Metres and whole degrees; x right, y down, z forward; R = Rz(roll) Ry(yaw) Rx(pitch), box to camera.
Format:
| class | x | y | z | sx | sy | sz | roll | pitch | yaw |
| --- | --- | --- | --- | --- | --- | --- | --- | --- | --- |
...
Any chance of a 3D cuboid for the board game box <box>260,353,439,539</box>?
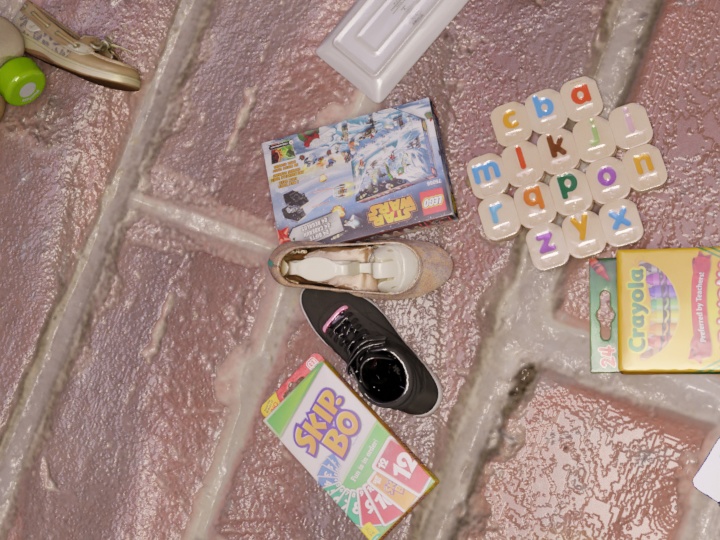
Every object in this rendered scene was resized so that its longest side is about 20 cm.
| class | x | y | z | sx | sy | sz | roll | pitch | yaw |
| --- | --- | --- | --- | --- | --- | --- | --- | --- | --- |
| board game box | -0.018 | 0.188 | 1.310 | 0.096 | 0.030 | 0.200 | -46 | 70 | 4 |

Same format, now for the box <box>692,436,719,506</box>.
| class | x | y | z | sx | sy | sz | roll | pitch | yaw |
| --- | --- | --- | --- | --- | --- | --- | --- | --- | --- |
| box | 0.436 | 0.215 | 1.172 | 0.200 | 0.032 | 0.121 | 32 | 91 | 19 |

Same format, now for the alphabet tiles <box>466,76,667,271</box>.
| class | x | y | z | sx | sy | sz | roll | pitch | yaw |
| --- | --- | --- | --- | --- | --- | --- | --- | --- | --- |
| alphabet tiles | 0.218 | -0.103 | 1.292 | 0.200 | 0.015 | 0.196 | -19 | 71 | 12 |

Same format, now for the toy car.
| class | x | y | z | sx | sy | sz | roll | pitch | yaw |
| --- | --- | --- | --- | --- | --- | --- | --- | --- | --- |
| toy car | -0.485 | -0.205 | 1.446 | 0.164 | 0.158 | 0.200 | 48 | 139 | 19 |

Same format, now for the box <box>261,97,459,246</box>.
| class | x | y | z | sx | sy | sz | roll | pitch | yaw |
| --- | --- | --- | --- | --- | --- | --- | --- | --- | --- |
| box | -0.002 | -0.099 | 1.346 | 0.200 | 0.040 | 0.137 | -13 | 76 | 14 |

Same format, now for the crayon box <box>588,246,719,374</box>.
| class | x | y | z | sx | sy | sz | roll | pitch | yaw |
| --- | --- | --- | --- | --- | --- | --- | --- | --- | --- |
| crayon box | 0.329 | 0.042 | 1.222 | 0.200 | 0.051 | 0.127 | -2 | 80 | 16 |

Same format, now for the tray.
| class | x | y | z | sx | sy | sz | roll | pitch | yaw |
| --- | --- | --- | --- | --- | --- | --- | --- | --- | --- |
| tray | 0.046 | -0.296 | 1.376 | 0.107 | 0.022 | 0.200 | 42 | 94 | 17 |

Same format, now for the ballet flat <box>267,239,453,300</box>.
| class | x | y | z | sx | sy | sz | roll | pitch | yaw |
| --- | --- | --- | --- | --- | --- | --- | --- | --- | --- |
| ballet flat | 0.000 | 0.000 | 1.292 | 0.200 | 0.067 | 0.068 | -2 | 91 | 1 |

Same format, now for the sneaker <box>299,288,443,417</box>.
| class | x | y | z | sx | sy | sz | roll | pitch | yaw |
| --- | --- | --- | --- | --- | --- | --- | --- | --- | --- |
| sneaker | 0.000 | 0.075 | 1.285 | 0.200 | 0.099 | 0.071 | 43 | 96 | 19 |

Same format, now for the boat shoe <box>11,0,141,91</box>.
| class | x | y | z | sx | sy | sz | roll | pitch | yaw |
| --- | --- | --- | --- | --- | --- | --- | --- | --- | --- |
| boat shoe | -0.343 | -0.269 | 1.456 | 0.200 | 0.073 | 0.063 | 24 | 91 | 19 |
